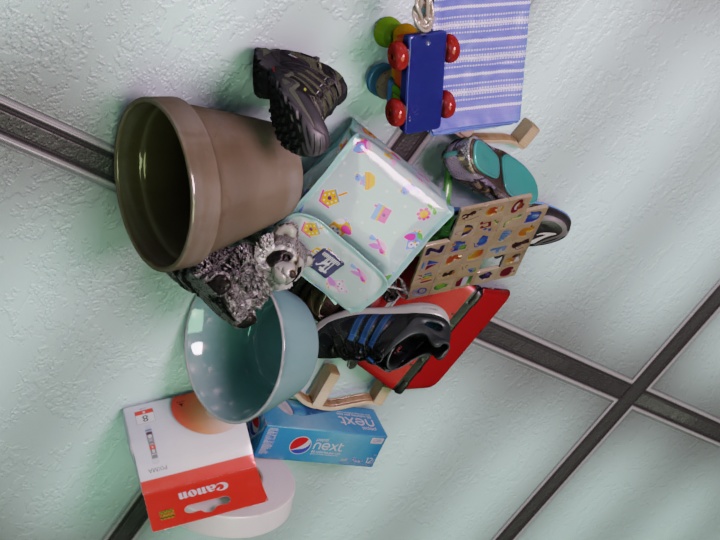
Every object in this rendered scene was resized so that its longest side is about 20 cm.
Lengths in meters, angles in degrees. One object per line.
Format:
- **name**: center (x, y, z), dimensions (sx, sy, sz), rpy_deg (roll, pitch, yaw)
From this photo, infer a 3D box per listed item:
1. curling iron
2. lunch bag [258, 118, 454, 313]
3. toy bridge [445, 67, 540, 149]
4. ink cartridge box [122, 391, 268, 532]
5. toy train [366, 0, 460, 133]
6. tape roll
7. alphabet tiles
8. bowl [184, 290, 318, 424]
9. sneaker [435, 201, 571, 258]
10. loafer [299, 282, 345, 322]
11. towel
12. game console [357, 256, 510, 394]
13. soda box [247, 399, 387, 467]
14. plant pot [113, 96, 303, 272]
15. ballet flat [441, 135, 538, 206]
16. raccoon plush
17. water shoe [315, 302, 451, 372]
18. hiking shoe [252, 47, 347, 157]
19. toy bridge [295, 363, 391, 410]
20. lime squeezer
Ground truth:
- **curling iron**: center (0.017, 0.077, 1.590), dimensions (0.050, 0.026, 0.200), rpy_deg (8, 136, -18)
- **lunch bag**: center (-0.009, -0.061, 1.466), dimensions (0.170, 0.122, 0.200), rpy_deg (38, 102, -16)
- **toy bridge**: center (0.149, -0.203, 1.507), dimensions (0.200, 0.027, 0.067), rpy_deg (27, 111, -35)
- **ink cartridge box**: center (-0.227, 0.248, 1.570), dimensions (0.162, 0.200, 0.050), rpy_deg (-12, 127, -14)
- **toy train**: center (0.055, -0.274, 1.369), dimensions (0.085, 0.116, 0.200), rpy_deg (-13, 123, -23)
- **tape roll**: center (-0.192, 0.301, 1.621), dimensions (0.203, 0.203, 0.037), rpy_deg (2, 114, -23)
- **alphabet tiles**: center (0.153, -0.032, 1.516), dimensions (0.167, 0.008, 0.200), rpy_deg (-12, 150, -18)
- **bowl**: center (-0.132, 0.099, 1.527), dimensions (0.105, 0.201, 0.201), rpy_deg (3, 125, -47)
- **sneaker**: center (0.202, -0.048, 1.605), dimensions (0.199, 0.083, 0.071), rpy_deg (-3, 125, -20)
- **loafer**: center (0.000, 0.000, 1.568), dimensions (0.076, 0.067, 0.200), rpy_deg (27, 111, -35)
- **towel**: center (0.147, -0.270, 1.435), dimensions (0.145, 0.024, 0.200), rpy_deg (-10, 117, -23)
- **game console**: center (0.095, 0.072, 1.691), dimensions (0.172, 0.119, 0.200), rpy_deg (36, 108, -5)
- **soda box**: center (-0.067, 0.239, 1.714), dimensions (0.200, 0.068, 0.064), rpy_deg (11, 119, -28)
- **plant pot**: center (-0.170, -0.110, 1.362), dimensions (0.173, 0.200, 0.200), rpy_deg (-12, 130, -35)
- **ballet flat**: center (0.167, -0.130, 1.542), dimensions (0.072, 0.072, 0.200), rpy_deg (-47, 146, 14)
- **raccoon plush**: center (-0.156, -0.023, 1.434), dimensions (0.134, 0.200, 0.097), rpy_deg (-45, 149, -18)
- **water shoe**: center (0.020, 0.094, 1.531), dimensions (0.200, 0.079, 0.072), rpy_deg (-13, 134, 11)
- **hiking shoe**: center (-0.056, -0.201, 1.315), dimensions (0.101, 0.200, 0.076), rpy_deg (-10, 132, -17)
- **toy bridge**: center (-0.054, 0.169, 1.685), dimensions (0.200, 0.027, 0.067), rpy_deg (16, 117, -29)
- **lime squeezer**: center (0.098, -0.066, 1.558), dimensions (0.038, 0.071, 0.200), rpy_deg (12, 119, -27)
